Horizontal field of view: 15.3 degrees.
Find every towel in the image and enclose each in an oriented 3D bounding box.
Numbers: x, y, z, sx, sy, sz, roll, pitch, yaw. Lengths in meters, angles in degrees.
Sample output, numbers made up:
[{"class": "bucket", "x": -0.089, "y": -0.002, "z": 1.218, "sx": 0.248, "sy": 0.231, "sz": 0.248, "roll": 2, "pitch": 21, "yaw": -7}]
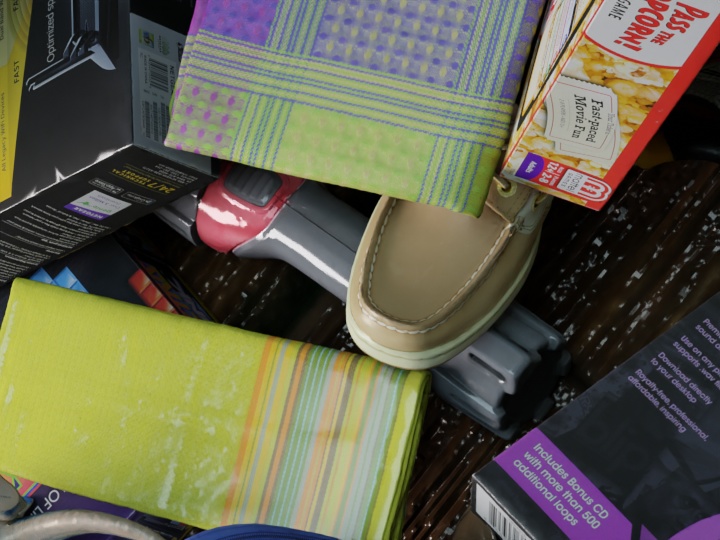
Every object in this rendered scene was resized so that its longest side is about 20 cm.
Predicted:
[{"class": "towel", "x": -0.069, "y": 0.063, "z": 1.126, "sx": 0.200, "sy": 0.018, "sz": 0.086, "roll": 12, "pitch": 84, "yaw": 23}, {"class": "towel", "x": 0.011, "y": -0.129, "z": 1.069, "sx": 0.143, "sy": 0.023, "sz": 0.200, "roll": 13, "pitch": 81, "yaw": 14}]

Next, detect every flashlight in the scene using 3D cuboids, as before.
[{"class": "flashlight", "x": 0.000, "y": 0.000, "z": 1.147, "sx": 0.200, "sy": 0.068, "sz": 0.068, "roll": 35, "pitch": 129, "yaw": 22}]

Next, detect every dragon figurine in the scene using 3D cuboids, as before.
[{"class": "dragon figurine", "x": -0.168, "y": 0.122, "z": 1.134, "sx": 0.199, "sy": 0.099, "sz": 0.059, "roll": -9, "pitch": 73, "yaw": 3}]

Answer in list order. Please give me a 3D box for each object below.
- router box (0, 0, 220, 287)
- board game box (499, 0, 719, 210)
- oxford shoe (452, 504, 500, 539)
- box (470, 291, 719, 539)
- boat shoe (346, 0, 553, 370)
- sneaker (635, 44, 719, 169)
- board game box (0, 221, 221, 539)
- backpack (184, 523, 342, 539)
[{"class": "router box", "x": -0.136, "y": -0.108, "z": 1.164, "sx": 0.157, "sy": 0.052, "sz": 0.200, "roll": -23, "pitch": 59, "yaw": 38}, {"class": "board game box", "x": 0.112, "y": -0.132, "z": 0.988, "sx": 0.046, "sy": 0.200, "sz": 0.152, "roll": 19, "pitch": 66, "yaw": -4}, {"class": "oxford shoe", "x": 0.109, "y": 0.155, "z": 1.037, "sx": 0.200, "sy": 0.073, "sz": 0.085, "roll": 36, "pitch": 137, "yaw": 24}, {"class": "box", "x": 0.163, "y": 0.076, "z": 1.020, "sx": 0.200, "sy": 0.036, "sz": 0.143, "roll": -35, "pitch": 63, "yaw": -19}, {"class": "boat shoe", "x": 0.051, "y": -0.052, "z": 1.091, "sx": 0.074, "sy": 0.066, "sz": 0.200, "roll": 20, "pitch": 62, "yaw": 17}, {"class": "sneaker", "x": 0.190, "y": -0.055, "z": 1.057, "sx": 0.200, "sy": 0.078, "sz": 0.082, "roll": 13, "pitch": 63, "yaw": 35}, {"class": "board game box", "x": -0.153, "y": 0.074, "z": 1.201, "sx": 0.200, "sy": 0.057, "sz": 0.165, "roll": -47, "pitch": 63, "yaw": 8}, {"class": "backpack", "x": -0.044, "y": 0.195, "z": 1.051, "sx": 0.191, "sy": 0.200, "sz": 0.154, "roll": -52, "pitch": 46, "yaw": 15}]
